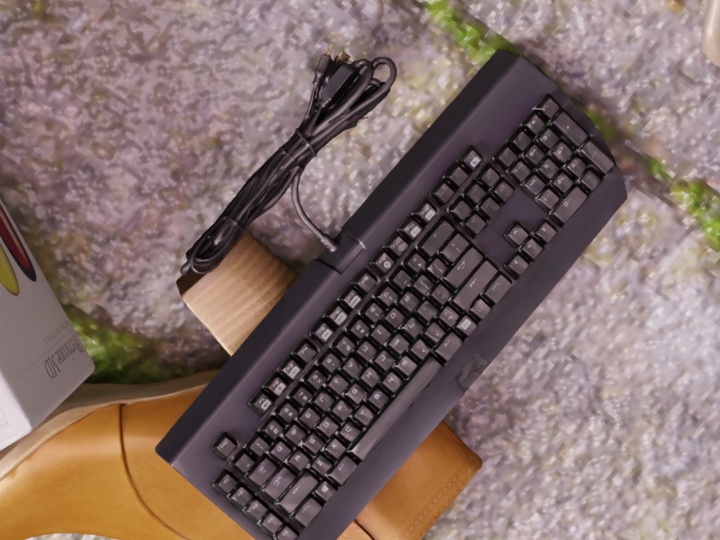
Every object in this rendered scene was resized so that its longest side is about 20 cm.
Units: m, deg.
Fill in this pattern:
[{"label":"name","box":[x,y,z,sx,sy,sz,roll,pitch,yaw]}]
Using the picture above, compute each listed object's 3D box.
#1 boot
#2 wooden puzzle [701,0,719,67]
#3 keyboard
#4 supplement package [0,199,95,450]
[{"label":"boot","box":[-0.065,0.095,1.141,0.201,0.071,0.144,-40,101,7]},{"label":"wooden puzzle","box":[0.224,-0.133,0.962,0.200,0.046,0.185,9,111,-3]},{"label":"keyboard","box":[0.000,0.000,1.098,0.127,0.021,0.200,42,83,-17]},{"label":"supplement package","box":[-0.196,-0.016,1.052,0.109,0.114,0.200,-28,96,10]}]
